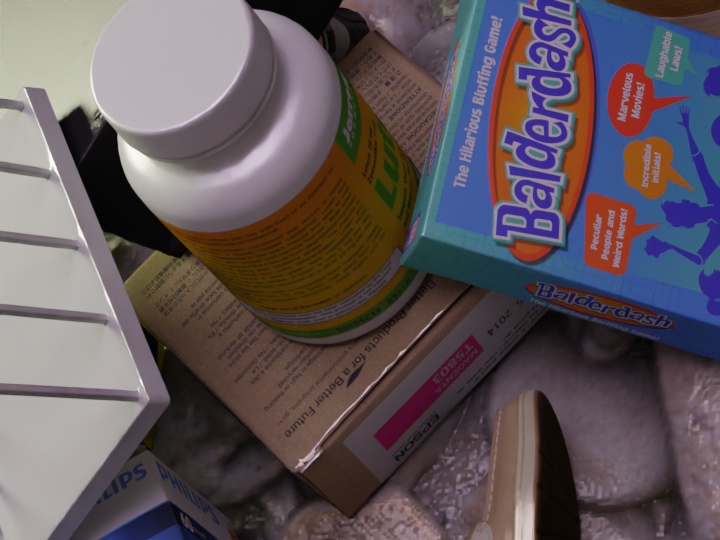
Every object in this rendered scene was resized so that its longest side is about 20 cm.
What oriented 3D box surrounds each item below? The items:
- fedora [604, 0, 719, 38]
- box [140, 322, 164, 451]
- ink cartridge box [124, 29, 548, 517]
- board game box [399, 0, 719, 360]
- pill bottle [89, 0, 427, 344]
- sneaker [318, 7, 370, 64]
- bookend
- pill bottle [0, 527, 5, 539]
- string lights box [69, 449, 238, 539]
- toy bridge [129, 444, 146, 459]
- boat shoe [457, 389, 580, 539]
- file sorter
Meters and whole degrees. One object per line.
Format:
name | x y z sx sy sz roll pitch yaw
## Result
fedora | 0.162 -0.188 1.386 0.199 0.082 0.202 -7 69 19
box | -0.210 0.065 1.448 0.199 0.064 0.070 -7 62 22
ink cartridge box | 0.000 0.000 1.378 0.200 0.075 0.165 -45 56 -3
board game box | 0.132 -0.048 1.296 0.199 0.045 0.153 16 67 -8
pill bottle | -0.047 -0.054 1.261 0.110 0.200 0.112 -11 60 20
sneaker | -0.075 -0.105 1.478 0.199 0.095 0.079 -13 93 41
bookend | -0.120 -0.147 1.394 0.199 0.092 0.200 -57 44 12
pill bottle | -0.237 0.170 1.373 0.199 0.116 0.116 5 66 27
string lights box | -0.074 0.197 1.290 0.059 0.103 0.201 -31 56 7
toy bridge | -0.202 0.082 1.385 0.199 0.027 0.068 6 97 20
boat shoe | 0.064 0.154 1.271 0.065 0.072 0.201 -5 68 21
file sorter | -0.203 0.024 1.273 0.139 0.124 0.201 -51 48 34
